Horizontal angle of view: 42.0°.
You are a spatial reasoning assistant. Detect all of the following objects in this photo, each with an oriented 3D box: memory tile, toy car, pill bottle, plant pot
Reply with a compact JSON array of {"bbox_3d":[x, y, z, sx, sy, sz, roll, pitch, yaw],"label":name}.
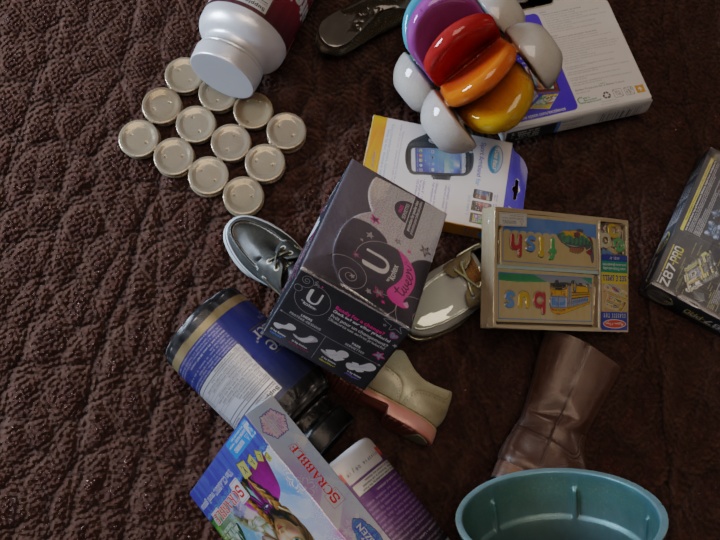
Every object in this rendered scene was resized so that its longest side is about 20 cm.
[{"bbox_3d":[-0.179,-0.165,1.150,0.199,0.017,0.154,29,74,6],"label":"memory tile"},{"bbox_3d":[0.115,-0.250,1.075,0.175,0.150,0.201,-39,48,13],"label":"toy car"},{"bbox_3d":[-0.106,0.123,1.018,0.200,0.112,0.112,42,76,9],"label":"pill bottle"},{"bbox_3d":[0.197,0.327,0.917,0.198,0.200,0.198,-6,104,-5],"label":"plant pot"},{"bbox_3d":[0.027,0.285,0.976,0.111,0.112,0.200,-37,78,-13],"label":"pill bottle"},{"bbox_3d":[-0.126,-0.316,1.143,0.112,0.113,0.201,22,71,4],"label":"pill bottle"}]

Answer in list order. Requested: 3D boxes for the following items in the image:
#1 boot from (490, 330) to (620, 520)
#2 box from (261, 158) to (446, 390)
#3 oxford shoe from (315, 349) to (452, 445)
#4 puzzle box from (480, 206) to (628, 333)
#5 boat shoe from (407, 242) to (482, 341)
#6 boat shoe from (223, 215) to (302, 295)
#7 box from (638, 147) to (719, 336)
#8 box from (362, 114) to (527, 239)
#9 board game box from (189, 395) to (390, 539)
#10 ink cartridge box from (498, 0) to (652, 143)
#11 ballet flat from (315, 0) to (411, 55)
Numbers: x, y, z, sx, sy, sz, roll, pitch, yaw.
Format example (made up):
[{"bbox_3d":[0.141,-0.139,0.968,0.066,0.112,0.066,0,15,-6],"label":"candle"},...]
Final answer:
[{"bbox_3d":[0.261,0.180,1.052,0.185,0.064,0.201,27,69,3],"label":"boot"},{"bbox_3d":[0.000,0.000,1.006,0.131,0.115,0.201,29,43,-5],"label":"box"},{"bbox_3d":[0.011,0.113,1.054,0.199,0.071,0.074,36,69,-3],"label":"oxford shoe"},{"bbox_3d":[0.222,0.003,1.061,0.198,0.025,0.135,3,87,-28],"label":"puzzle box"},{"bbox_3d":[0.129,0.007,1.088,0.199,0.068,0.075,-35,78,-12],"label":"boat shoe"},{"bbox_3d":[-0.079,0.002,1.084,0.200,0.057,0.069,40,76,8],"label":"boat shoe"},{"bbox_3d":[0.448,-0.025,1.126,0.160,0.049,0.201,27,74,3],"label":"box"},{"bbox_3d":[0.100,-0.109,1.138,0.198,0.042,0.120,12,73,-2],"label":"box"},{"bbox_3d":[-0.072,0.253,0.938,0.200,0.200,0.041,48,49,11],"label":"board game box"},{"bbox_3d":[0.240,-0.270,1.187,0.196,0.043,0.202,-13,68,-7],"label":"ink cartridge box"},{"bbox_3d":[0.026,-0.330,1.200,0.199,0.046,0.068,-35,81,-17],"label":"ballet flat"}]
